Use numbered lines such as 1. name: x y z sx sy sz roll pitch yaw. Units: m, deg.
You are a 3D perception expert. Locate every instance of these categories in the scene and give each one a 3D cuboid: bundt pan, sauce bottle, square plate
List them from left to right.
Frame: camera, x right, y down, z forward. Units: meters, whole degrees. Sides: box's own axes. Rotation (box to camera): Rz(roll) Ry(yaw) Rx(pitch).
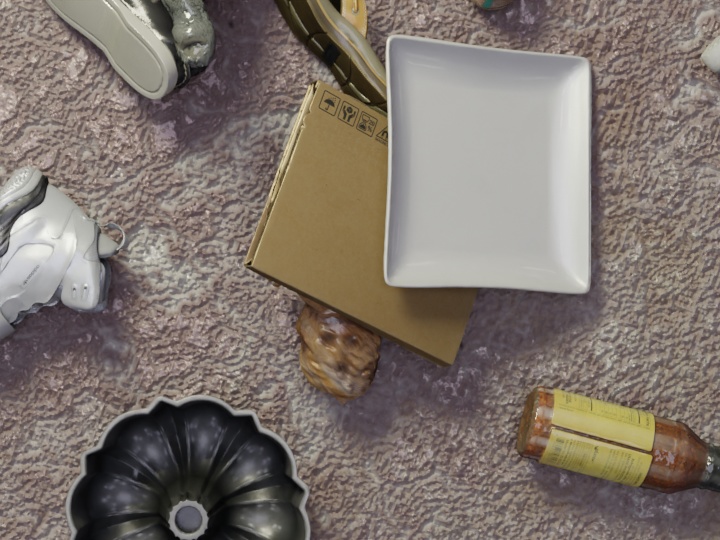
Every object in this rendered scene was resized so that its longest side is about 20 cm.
1. bundt pan: -0.139 0.198 1.348 0.199 0.076 0.205 0 92 -2
2. square plate: 0.102 -0.083 1.343 0.198 0.028 0.201 2 87 -27
3. sauce bottle: 0.232 0.150 1.371 0.198 0.066 0.067 17 90 -3

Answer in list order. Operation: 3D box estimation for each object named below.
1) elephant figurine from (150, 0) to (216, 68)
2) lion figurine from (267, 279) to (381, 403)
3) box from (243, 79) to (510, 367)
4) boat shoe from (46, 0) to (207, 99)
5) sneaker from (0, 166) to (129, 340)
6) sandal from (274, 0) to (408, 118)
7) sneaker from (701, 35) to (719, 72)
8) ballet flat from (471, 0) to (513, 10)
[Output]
1. elephant figurine: -0.147 -0.276 1.304 0.155 0.141 0.201 -39 103 -17
2. lion figurine: 0.000 0.000 1.355 0.122 0.072 0.201 35 85 -14
3. box: 0.017 -0.036 1.324 0.199 0.021 0.165 27 74 -25
4. boat shoe: -0.203 -0.228 1.344 0.200 0.074 0.060 46 48 13
5. sneaker: -0.274 0.026 1.339 0.114 0.075 0.201 28 87 0
6. sandal: -0.016 -0.205 1.350 0.054 0.080 0.201 -40 95 -17
7. sneaker: 0.384 -0.200 1.366 0.198 0.074 0.083 -28 89 -1
8. ballet flat: 0.131 -0.316 1.354 0.067 0.067 0.203 9 91 -3
